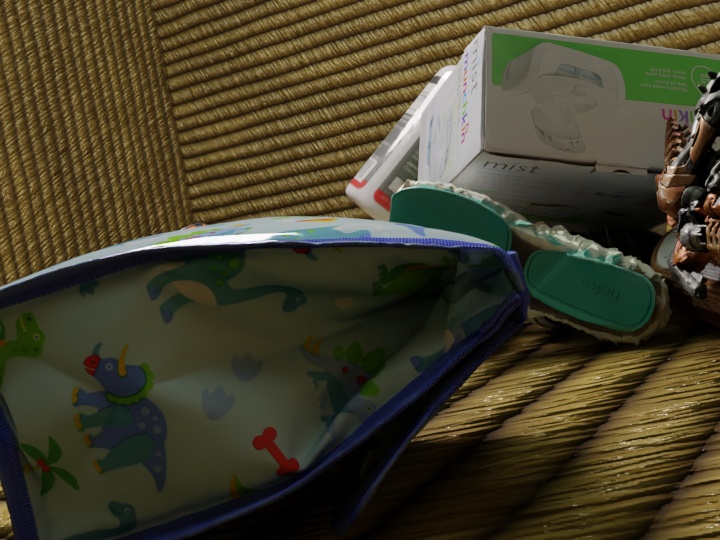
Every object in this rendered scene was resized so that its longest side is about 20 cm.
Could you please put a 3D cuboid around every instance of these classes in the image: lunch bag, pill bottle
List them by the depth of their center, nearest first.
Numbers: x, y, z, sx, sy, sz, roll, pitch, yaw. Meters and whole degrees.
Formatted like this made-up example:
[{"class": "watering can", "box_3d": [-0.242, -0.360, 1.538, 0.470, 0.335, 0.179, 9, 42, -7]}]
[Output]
[{"class": "lunch bag", "box_3d": [-0.033, 0.032, 0.399, 0.199, 0.128, 0.170, -20, 2, 3]}, {"class": "pill bottle", "box_3d": [0.089, -0.115, 0.883, 0.200, 0.114, 0.114, -51, 2, 3]}]

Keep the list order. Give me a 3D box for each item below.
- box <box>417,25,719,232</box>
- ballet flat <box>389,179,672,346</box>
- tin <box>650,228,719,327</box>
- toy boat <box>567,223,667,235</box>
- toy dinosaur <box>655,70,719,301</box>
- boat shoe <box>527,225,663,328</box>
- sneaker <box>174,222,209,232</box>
[{"class": "box", "box_3d": [0.159, -0.094, 0.719, 0.198, 0.097, 0.176, 4, -12, -9]}, {"class": "ballet flat", "box_3d": [0.111, -0.002, 0.639, 0.199, 0.072, 0.072, 25, 18, 21]}, {"class": "tin", "box_3d": [0.246, -0.015, 0.564, 0.112, 0.042, 0.200, -37, 10, -3]}, {"class": "toy boat", "box_3d": [0.184, -0.049, 0.888, 0.199, 0.132, 0.130, -12, -16, -28]}, {"class": "toy dinosaur", "box_3d": [0.207, -0.058, 0.532, 0.102, 0.136, 0.200, 20, 23, -32]}, {"class": "boat shoe", "box_3d": [0.186, 0.000, 0.737, 0.062, 0.075, 0.199, -16, -7, 43]}, {"class": "sneaker", "box_3d": [-0.142, 0.010, 0.981, 0.077, 0.113, 0.199, -25, -24, 39]}]
